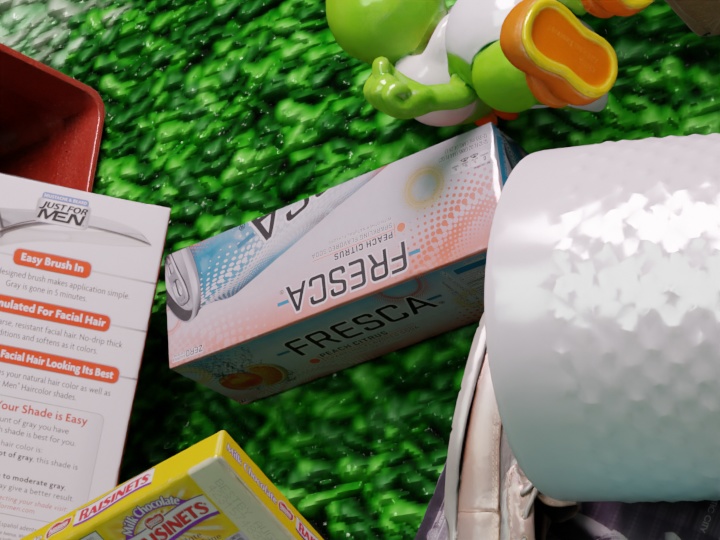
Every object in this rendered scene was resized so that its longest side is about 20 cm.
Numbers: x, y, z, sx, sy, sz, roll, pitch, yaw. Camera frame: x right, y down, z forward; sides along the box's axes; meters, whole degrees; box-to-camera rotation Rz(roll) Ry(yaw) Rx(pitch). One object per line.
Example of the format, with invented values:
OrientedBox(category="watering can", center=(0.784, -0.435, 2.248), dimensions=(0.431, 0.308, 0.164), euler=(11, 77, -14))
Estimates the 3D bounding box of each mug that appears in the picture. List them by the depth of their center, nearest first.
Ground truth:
OrientedBox(category="mug", center=(0.167, 0.003, 0.809), dimensions=(0.175, 0.148, 0.200), euler=(-4, 31, 27))

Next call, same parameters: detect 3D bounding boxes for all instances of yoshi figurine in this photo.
OrientedBox(category="yoshi figurine", center=(0.044, -0.120, 0.936), dimensions=(0.200, 0.112, 0.112), euler=(-9, 91, 63))

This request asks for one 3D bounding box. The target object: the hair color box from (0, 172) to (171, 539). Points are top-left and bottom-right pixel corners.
OrientedBox(category="hair color box", center=(-0.170, 0.057, 1.020), dimensions=(0.111, 0.064, 0.200), euler=(12, 84, -6))

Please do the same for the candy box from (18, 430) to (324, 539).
OrientedBox(category="candy box", center=(-0.116, 0.158, 0.964), dimensions=(0.200, 0.102, 0.026), euler=(-29, 25, 22))

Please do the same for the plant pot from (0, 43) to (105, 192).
OrientedBox(category="plant pot", center=(-0.290, -0.027, 1.127), dimensions=(0.176, 0.200, 0.200), euler=(-15, 60, 42))

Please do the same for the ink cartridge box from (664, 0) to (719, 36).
OrientedBox(category="ink cartridge box", center=(0.228, -0.214, 0.907), dimensions=(0.200, 0.075, 0.165), euler=(-13, 61, 32))

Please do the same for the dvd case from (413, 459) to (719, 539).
OrientedBox(category="dvd case", center=(0.109, 0.131, 0.868), dimensions=(0.200, 0.016, 0.149), euler=(16, 78, 40))

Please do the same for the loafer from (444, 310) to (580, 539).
OrientedBox(category="loafer", center=(0.069, 0.114, 0.859), dimensions=(0.063, 0.072, 0.200), euler=(7, 78, 21))

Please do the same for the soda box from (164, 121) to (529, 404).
OrientedBox(category="soda box", center=(0.000, 0.000, 0.979), dimensions=(0.200, 0.064, 0.069), euler=(-21, 58, 26))
